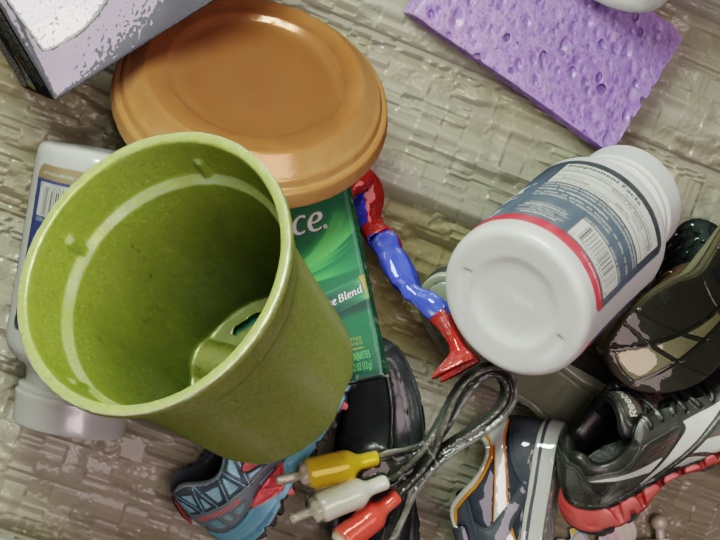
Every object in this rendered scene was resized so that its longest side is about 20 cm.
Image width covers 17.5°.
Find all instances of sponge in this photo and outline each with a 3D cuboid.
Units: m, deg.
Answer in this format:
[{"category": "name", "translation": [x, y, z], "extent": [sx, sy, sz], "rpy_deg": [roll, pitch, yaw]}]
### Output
[{"category": "sponge", "translation": [0.143, -0.189, 1.802], "extent": [0.200, 0.030, 0.112], "rpy_deg": [33, 86, -20]}]

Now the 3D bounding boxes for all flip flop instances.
[{"category": "flip flop", "translation": [0.255, 0.021, 1.784], "extent": [0.081, 0.057, 0.200], "rpy_deg": [51, 62, -13]}]

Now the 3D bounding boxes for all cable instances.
[{"category": "cable", "translation": [0.040, 0.148, 1.729], "extent": [0.199, 0.050, 0.098], "rpy_deg": [-28, 100, -5]}]

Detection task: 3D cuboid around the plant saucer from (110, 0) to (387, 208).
[{"category": "plant saucer", "translation": [-0.076, -0.127, 1.658], "extent": [0.199, 0.201, 0.038], "rpy_deg": [-7, 141, -18]}]

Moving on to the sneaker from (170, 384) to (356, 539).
[{"category": "sneaker", "translation": [-0.072, 0.106, 1.744], "extent": [0.095, 0.079, 0.201], "rpy_deg": [30, 87, -18]}]

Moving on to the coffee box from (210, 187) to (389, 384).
[{"category": "coffee box", "translation": [-0.058, -0.009, 1.703], "extent": [0.122, 0.044, 0.201], "rpy_deg": [-11, 85, 7]}]

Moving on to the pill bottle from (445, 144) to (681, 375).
[{"category": "pill bottle", "translation": [0.159, -0.016, 1.746], "extent": [0.200, 0.119, 0.120], "rpy_deg": [-38, 113, -50]}]

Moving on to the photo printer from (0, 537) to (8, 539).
[{"category": "photo printer", "translation": [-0.248, 0.287, 1.712], "extent": [0.199, 0.069, 0.167], "rpy_deg": [22, 90, -21]}]

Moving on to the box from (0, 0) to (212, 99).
[{"category": "box", "translation": [-0.174, -0.229, 1.641], "extent": [0.199, 0.115, 0.133], "rpy_deg": [-34, 107, -12]}]

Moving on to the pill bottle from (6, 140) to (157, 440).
[{"category": "pill bottle", "translation": [-0.191, 0.014, 1.671], "extent": [0.110, 0.111, 0.201], "rpy_deg": [9, 95, -20]}]

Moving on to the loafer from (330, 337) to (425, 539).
[{"category": "loafer", "translation": [0.007, 0.152, 1.777], "extent": [0.070, 0.068, 0.202], "rpy_deg": [-11, 106, -44]}]

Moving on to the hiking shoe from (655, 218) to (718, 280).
[{"category": "hiking shoe", "translation": [0.292, 0.050, 1.876], "extent": [0.086, 0.074, 0.201], "rpy_deg": [-22, 107, -37]}]

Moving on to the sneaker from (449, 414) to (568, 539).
[{"category": "sneaker", "translation": [0.109, 0.210, 1.818], "extent": [0.079, 0.078, 0.201], "rpy_deg": [8, 93, 14]}]

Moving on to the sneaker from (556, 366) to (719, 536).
[{"category": "sneaker", "translation": [0.229, 0.115, 1.776], "extent": [0.200, 0.071, 0.098], "rpy_deg": [-33, 131, -8]}]

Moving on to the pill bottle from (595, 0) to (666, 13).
[{"category": "pill bottle", "translation": [0.228, -0.301, 1.759], "extent": [0.116, 0.116, 0.200], "rpy_deg": [41, 70, -19]}]

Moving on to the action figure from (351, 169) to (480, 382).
[{"category": "action figure", "translation": [0.000, 0.000, 1.749], "extent": [0.099, 0.065, 0.201], "rpy_deg": [-27, 80, 4]}]

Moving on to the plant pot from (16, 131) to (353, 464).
[{"category": "plant pot", "translation": [-0.099, 0.039, 1.575], "extent": [0.201, 0.200, 0.184], "rpy_deg": [-51, 145, -6]}]

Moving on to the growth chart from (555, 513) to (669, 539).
[{"category": "growth chart", "translation": [0.170, 0.282, 1.885], "extent": [0.199, 0.018, 0.146], "rpy_deg": [-18, 102, -17]}]

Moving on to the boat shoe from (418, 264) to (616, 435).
[{"category": "boat shoe", "translation": [0.125, 0.058, 1.817], "extent": [0.201, 0.061, 0.072], "rpy_deg": [38, 121, -17]}]
